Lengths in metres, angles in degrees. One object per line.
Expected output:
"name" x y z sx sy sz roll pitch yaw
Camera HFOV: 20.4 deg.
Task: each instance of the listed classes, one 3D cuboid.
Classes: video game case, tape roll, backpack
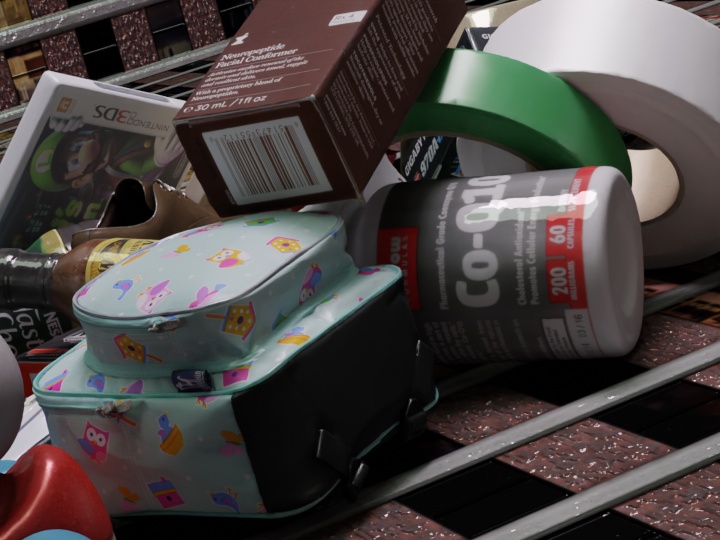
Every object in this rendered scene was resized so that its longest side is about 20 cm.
"video game case" -0.214 -0.047 1.521 0.023 0.201 0.181 37 17 31
"tape roll" 0.167 -0.087 1.306 0.201 0.203 0.071 -7 48 33
"tape roll" 0.073 -0.058 1.286 0.199 0.201 0.048 -6 49 33
"backpack" -0.083 0.058 1.117 0.199 0.154 0.176 -15 16 35

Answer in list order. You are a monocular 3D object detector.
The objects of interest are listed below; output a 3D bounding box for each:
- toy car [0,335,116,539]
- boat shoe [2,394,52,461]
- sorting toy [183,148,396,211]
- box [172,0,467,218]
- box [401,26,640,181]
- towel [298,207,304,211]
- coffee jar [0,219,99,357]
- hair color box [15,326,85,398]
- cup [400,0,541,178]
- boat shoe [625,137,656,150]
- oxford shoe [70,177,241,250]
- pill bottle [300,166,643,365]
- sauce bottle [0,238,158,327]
"toy car" -0.228 0.095 1.005 0.176 0.201 0.184 -19 13 -15
"boat shoe" -0.182 0.093 1.226 0.066 0.074 0.200 4 22 32
"sorting toy" -0.017 -0.122 1.565 0.069 0.200 0.200 38 20 24
"box" -0.019 -0.122 1.181 0.100 0.075 0.200 -8 33 30
"box" 0.146 -0.110 1.453 0.198 0.046 0.159 -4 -33 -21
"towel" 0.000 0.000 1.380 0.152 0.024 0.200 23 27 17
"coffee jar" -0.256 0.042 1.436 0.199 0.105 0.085 -23 20 -10
"hair color box" -0.132 0.052 1.379 0.101 0.062 0.199 -3 17 45
"cup" 0.117 -0.147 1.679 0.199 0.144 0.200 -13 4 1
"boat shoe" 0.253 -0.065 1.404 0.199 0.074 0.074 -12 18 33
"oxford shoe" -0.133 -0.033 1.417 0.072 0.085 0.200 -11 11 30
"pill bottle" 0.064 0.000 1.213 0.198 0.115 0.114 -4 16 20
"sauce bottle" -0.144 0.012 1.292 0.198 0.065 0.065 2 18 16
